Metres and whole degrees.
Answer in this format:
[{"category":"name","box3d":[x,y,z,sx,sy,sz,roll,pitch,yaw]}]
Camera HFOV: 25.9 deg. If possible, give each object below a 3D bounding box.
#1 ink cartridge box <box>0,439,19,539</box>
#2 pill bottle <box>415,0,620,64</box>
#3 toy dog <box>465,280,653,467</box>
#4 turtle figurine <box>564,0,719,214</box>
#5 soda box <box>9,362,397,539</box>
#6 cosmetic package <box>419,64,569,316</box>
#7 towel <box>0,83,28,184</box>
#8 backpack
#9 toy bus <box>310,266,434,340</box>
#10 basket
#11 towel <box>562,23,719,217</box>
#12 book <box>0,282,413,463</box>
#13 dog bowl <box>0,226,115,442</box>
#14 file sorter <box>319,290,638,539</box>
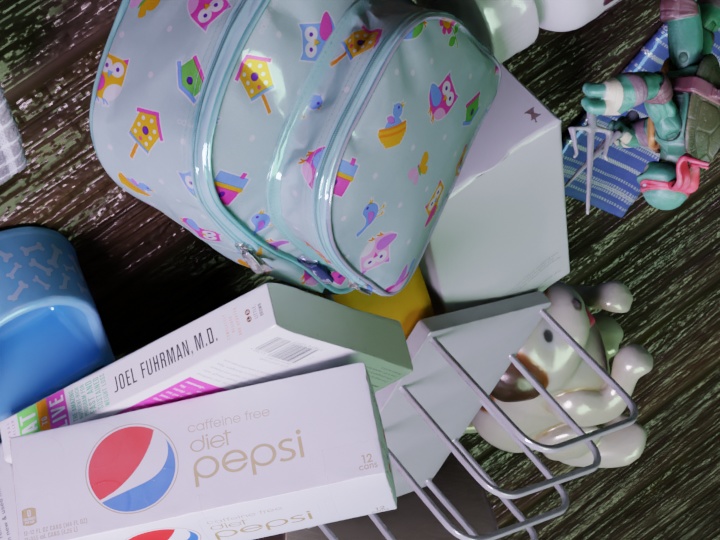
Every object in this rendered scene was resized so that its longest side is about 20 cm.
[{"category":"ink cartridge box","box3d":[-0.253,0.197,0.957,0.200,0.083,0.145,-26,152,11]},{"category":"pill bottle","box3d":[0.126,-0.203,0.874,0.200,0.110,0.110,-34,151,-10]},{"category":"toy dog","box3d":[0.139,0.066,1.268,0.194,0.140,0.200,-5,155,12]},{"category":"turtle figurine","box3d":[0.199,-0.114,1.035,0.150,0.101,0.200,59,46,-75]},{"category":"soda box","box3d":[-0.085,0.111,0.853,0.200,0.068,0.064,-13,152,2]},{"category":"cosmetic package","box3d":[0.076,-0.042,1.072,0.113,0.081,0.200,-34,149,-12]},{"category":"towel","box3d":[-0.239,-0.075,0.651,0.166,0.086,0.200,-32,150,-15]},{"category":"backpack","box3d":[-0.032,-0.086,0.796,0.200,0.153,0.176,30,85,-53]},{"category":"toy bus","box3d":[0.000,0.000,1.040,0.065,0.078,0.200,-36,151,-8]},{"category":"basket","box3d":[-0.016,0.206,1.242,0.200,0.180,0.136,8,119,-40]},{"category":"towel","box3d":[0.231,-0.126,1.193,0.200,0.024,0.145,-50,149,17]},{"category":"book","box3d":[-0.088,0.072,0.893,0.200,0.048,0.134,-26,154,26]},{"category":"dog bowl","box3d":[-0.196,0.058,0.921,0.111,0.050,0.200,-31,151,-16]},{"category":"file sorter","box3d":[0.077,0.137,1.106,0.139,0.125,0.200,-10,140,-46]}]
